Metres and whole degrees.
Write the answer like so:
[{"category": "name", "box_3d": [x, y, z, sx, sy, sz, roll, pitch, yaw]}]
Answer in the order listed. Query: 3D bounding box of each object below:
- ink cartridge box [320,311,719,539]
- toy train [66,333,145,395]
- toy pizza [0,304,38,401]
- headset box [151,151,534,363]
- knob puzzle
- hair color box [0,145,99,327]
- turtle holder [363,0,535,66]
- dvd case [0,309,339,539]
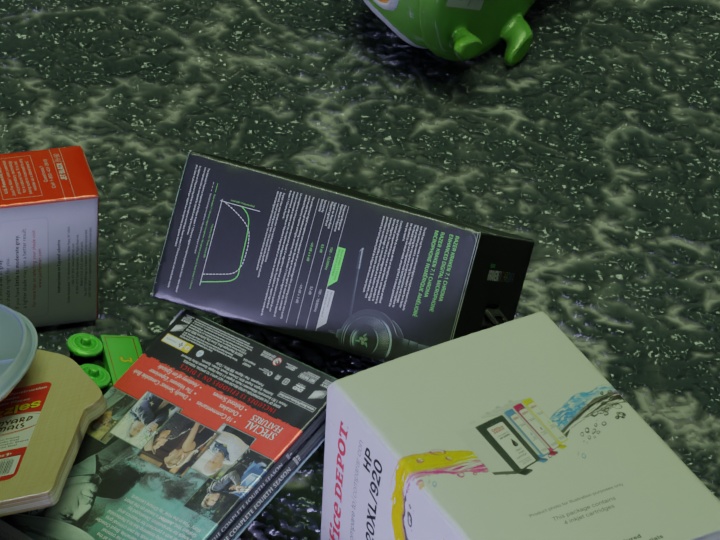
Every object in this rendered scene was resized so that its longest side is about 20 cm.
[{"category": "ink cartridge box", "box_3d": [0.086, 0.151, 1.626, 0.144, 0.148, 0.200, -17, 42, -25]}, {"category": "toy train", "box_3d": [-0.137, 0.107, 1.750, 0.056, 0.042, 0.200, 3, 37, -20]}, {"category": "toy pizza", "box_3d": [-0.281, 0.078, 1.732, 0.199, 0.032, 0.200, -15, 24, 7]}, {"category": "headset box", "box_3d": [0.000, 0.000, 1.794, 0.199, 0.093, 0.174, 15, 2, 13]}, {"category": "knob puzzle", "box_3d": [-0.238, 0.104, 1.721, 0.219, 0.031, 0.220, -16, 25, 8]}, {"category": "hair color box", "box_3d": [-0.265, -0.012, 1.838, 0.199, 0.102, 0.061, -7, 38, -15]}, {"category": "turtle holder", "box_3d": [0.072, -0.235, 2.131, 0.131, 0.141, 0.185, 26, 44, 28]}, {"category": "dvd case", "box_3d": [-0.115, 0.117, 1.666, 0.146, 0.022, 0.200, 22, 61, 43]}]
